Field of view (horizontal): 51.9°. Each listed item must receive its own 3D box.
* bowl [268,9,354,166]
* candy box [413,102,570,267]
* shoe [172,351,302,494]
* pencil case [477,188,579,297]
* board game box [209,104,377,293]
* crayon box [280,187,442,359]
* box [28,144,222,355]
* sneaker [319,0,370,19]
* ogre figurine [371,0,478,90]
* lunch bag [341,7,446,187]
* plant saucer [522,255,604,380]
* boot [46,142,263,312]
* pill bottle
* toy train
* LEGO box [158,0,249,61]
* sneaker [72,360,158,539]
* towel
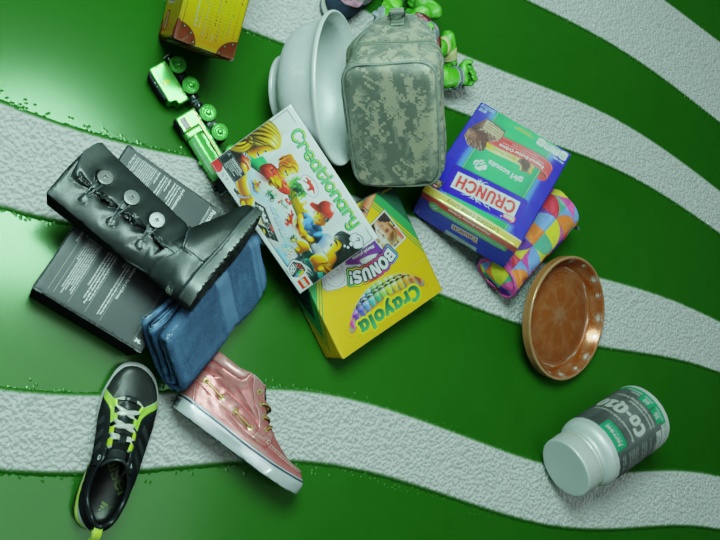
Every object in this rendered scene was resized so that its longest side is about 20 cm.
[{"bbox_3d":[-0.067,-0.246,1.013,0.201,0.089,0.206,2,90,-72],"label":"bowl"},{"bbox_3d":[0.203,-0.134,1.141,0.167,0.077,0.201,31,67,8],"label":"candy box"},{"bbox_3d":[-0.134,0.193,0.939,0.199,0.071,0.092,40,71,-13],"label":"shoe"},{"bbox_3d":[0.274,-0.046,1.199,0.200,0.088,0.089,-42,102,-26],"label":"pencil case"},{"bbox_3d":[-0.082,-0.090,0.941,0.125,0.035,0.202,-34,101,3],"label":"board game box"},{"bbox_3d":[0.000,0.000,1.052,0.198,0.058,0.175,-31,98,-29],"label":"crayon box"},{"bbox_3d":[-0.279,-0.022,0.890,0.140,0.079,0.202,34,67,-18],"label":"box"},{"bbox_3d":[0.018,-0.456,1.119,0.070,0.082,0.202,38,66,-17],"label":"sneaker"},{"bbox_3d":[0.089,-0.357,1.138,0.120,0.097,0.203,-38,112,-40],"label":"ogre figurine"},{"bbox_3d":[0.054,-0.236,1.027,0.169,0.136,0.203,-75,162,-47],"label":"lunch bag"},{"bbox_3d":[0.332,0.077,1.218,0.197,0.032,0.205,-5,98,-38],"label":"plant saucer"},{"bbox_3d":[-0.229,-0.072,0.845,0.199,0.066,0.166,36,48,-1],"label":"boot"},{"bbox_3d":[0.397,0.276,1.198,0.198,0.113,0.115,-22,93,-30],"label":"pill bottle"},{"bbox_3d":[-0.212,-0.188,0.976,0.056,0.042,0.202,-34,99,-19],"label":"toy train"},{"bbox_3d":[-0.181,-0.374,0.919,0.076,0.149,0.204,13,101,-26],"label":"LEGO box"},{"bbox_3d":[-0.274,0.206,0.854,0.071,0.082,0.204,17,74,-26],"label":"sneaker"},{"bbox_3d":[-0.185,0.044,0.906,0.201,0.048,0.113,-55,152,-42],"label":"towel"}]
